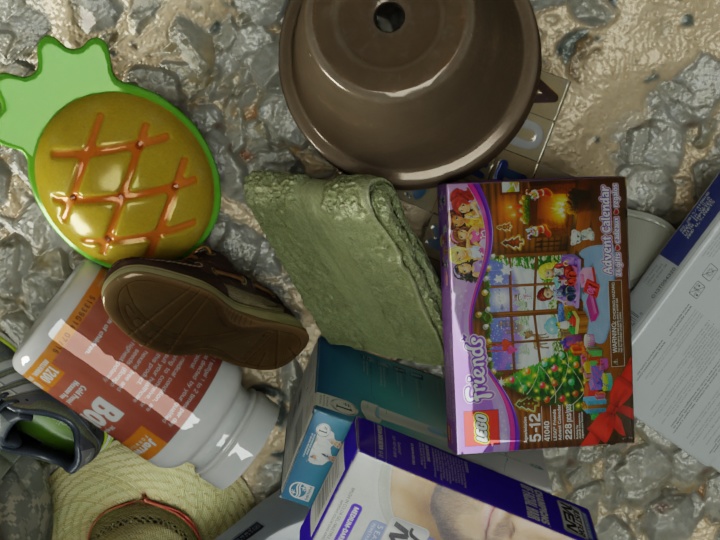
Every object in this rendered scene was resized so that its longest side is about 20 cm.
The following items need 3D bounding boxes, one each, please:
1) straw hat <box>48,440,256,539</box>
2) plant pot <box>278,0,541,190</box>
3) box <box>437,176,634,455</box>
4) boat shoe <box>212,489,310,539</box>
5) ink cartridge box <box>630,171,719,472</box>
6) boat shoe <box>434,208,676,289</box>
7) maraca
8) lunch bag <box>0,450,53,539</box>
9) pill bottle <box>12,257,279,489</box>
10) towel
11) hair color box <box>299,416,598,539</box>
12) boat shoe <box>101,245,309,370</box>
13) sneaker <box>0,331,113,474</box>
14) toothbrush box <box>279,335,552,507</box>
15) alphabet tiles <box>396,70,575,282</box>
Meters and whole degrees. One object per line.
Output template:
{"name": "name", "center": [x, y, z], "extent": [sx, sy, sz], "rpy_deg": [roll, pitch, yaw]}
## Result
{"name": "straw hat", "center": [-0.187, 0.244, 1.249], "extent": [0.201, 0.085, 0.201], "rpy_deg": [0, 109, 0]}
{"name": "plant pot", "center": [0.030, -0.164, 1.032], "extent": [0.200, 0.175, 0.200], "rpy_deg": [0, 87, 6]}
{"name": "box", "center": [0.130, 0.032, 1.083], "extent": [0.137, 0.039, 0.200], "rpy_deg": [-3, 93, -8]}
{"name": "boat shoe", "center": [-0.068, 0.236, 1.233], "extent": [0.200, 0.074, 0.065], "rpy_deg": [-30, 115, -16]}
{"name": "ink cartridge box", "center": [0.296, 0.051, 1.176], "extent": [0.200, 0.043, 0.196], "rpy_deg": [34, 94, -35]}
{"name": "boat shoe", "center": [0.157, 0.001, 1.181], "extent": [0.200, 0.060, 0.074], "rpy_deg": [-14, 69, -1]}
{"name": "maraca", "center": [-0.195, -0.086, 1.121], "extent": [0.137, 0.107, 0.200], "rpy_deg": [-39, 108, 3]}
{"name": "lunch bag", "center": [-0.334, 0.247, 1.189], "extent": [0.139, 0.200, 0.168], "rpy_deg": [24, 115, 0]}
{"name": "pill bottle", "center": [-0.170, 0.088, 1.181], "extent": [0.200, 0.112, 0.112], "rpy_deg": [37, 105, -11]}
{"name": "towel", "center": [0.000, 0.000, 1.131], "extent": [0.148, 0.037, 0.200], "rpy_deg": [7, 140, 40]}
{"name": "hair color box", "center": [0.065, 0.201, 1.095], "extent": [0.200, 0.065, 0.109], "rpy_deg": [22, 108, -10]}
{"name": "boat shoe", "center": [-0.125, 0.021, 1.138], "extent": [0.200, 0.072, 0.072], "rpy_deg": [19, 126, -45]}
{"name": "sneaker", "center": [-0.295, 0.102, 1.200], "extent": [0.200, 0.081, 0.074], "rpy_deg": [25, 107, -6]}
{"name": "toothbrush box", "center": [0.043, 0.147, 1.185], "extent": [0.200, 0.146, 0.085], "rpy_deg": [18, 109, -8]}
{"name": "alphabet tiles", "center": [0.082, -0.070, 1.136], "extent": [0.167, 0.008, 0.200], "rpy_deg": [23, 100, 19]}
